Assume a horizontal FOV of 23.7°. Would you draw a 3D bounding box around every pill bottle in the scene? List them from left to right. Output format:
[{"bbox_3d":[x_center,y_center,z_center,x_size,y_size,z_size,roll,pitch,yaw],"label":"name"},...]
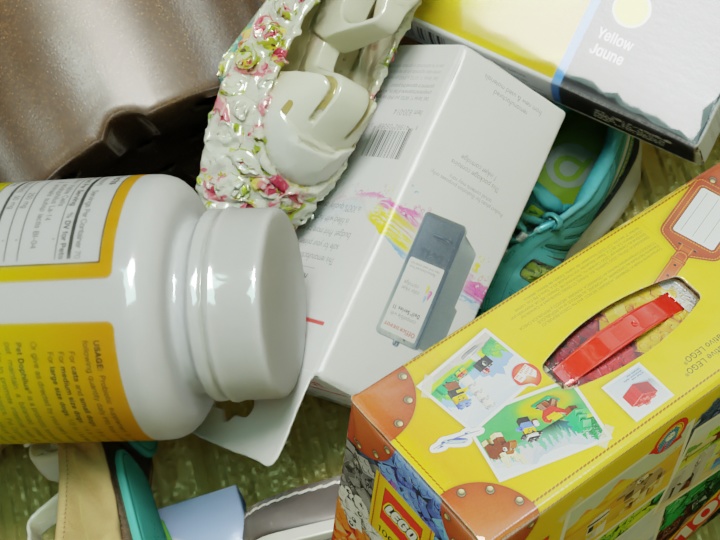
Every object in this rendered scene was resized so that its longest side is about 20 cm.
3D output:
[{"bbox_3d":[-0.128,0.017,0.714,0.199,0.109,0.110,-2,68,12],"label":"pill bottle"}]

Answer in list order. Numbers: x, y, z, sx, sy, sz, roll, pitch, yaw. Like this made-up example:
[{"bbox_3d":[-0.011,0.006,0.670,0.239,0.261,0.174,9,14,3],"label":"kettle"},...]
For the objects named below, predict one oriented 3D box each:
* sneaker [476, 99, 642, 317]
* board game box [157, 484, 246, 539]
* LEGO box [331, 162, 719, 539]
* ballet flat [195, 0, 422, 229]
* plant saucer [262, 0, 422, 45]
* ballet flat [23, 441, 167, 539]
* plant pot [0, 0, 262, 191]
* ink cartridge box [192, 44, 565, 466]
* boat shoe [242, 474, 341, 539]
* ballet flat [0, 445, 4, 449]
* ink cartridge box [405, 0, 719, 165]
[{"bbox_3d":[0.067,-0.015,0.820,0.077,0.080,0.200,30,75,14],"label":"sneaker"},{"bbox_3d":[-0.099,0.213,0.761,0.151,0.037,0.201,-17,67,-3],"label":"board game box"},{"bbox_3d":[0.088,0.067,0.674,0.200,0.149,0.077,-31,61,-26],"label":"LEGO box"},{"bbox_3d":[-0.012,-0.098,0.745,0.064,0.075,0.201,16,83,54],"label":"ballet flat"},{"bbox_3d":[0.020,-0.172,0.910,0.199,0.037,0.201,-1,68,3],"label":"plant saucer"},{"bbox_3d":[-0.124,0.088,0.770,0.063,0.069,0.200,-27,38,8],"label":"ballet flat"},{"bbox_3d":[-0.138,-0.130,0.828,0.200,0.200,0.199,-26,77,-7],"label":"plant pot"},{"bbox_3d":[0.000,0.000,0.785,0.067,0.117,0.201,30,81,-30],"label":"ink cartridge box"},{"bbox_3d":[0.039,0.099,0.780,0.199,0.072,0.060,-11,59,-8],"label":"boat shoe"},{"bbox_3d":[-0.232,0.080,0.799,0.200,0.063,0.069,-33,68,-10],"label":"ballet flat"},{"bbox_3d":[0.111,-0.179,0.797,0.197,0.047,0.201,25,88,15],"label":"ink cartridge box"}]
